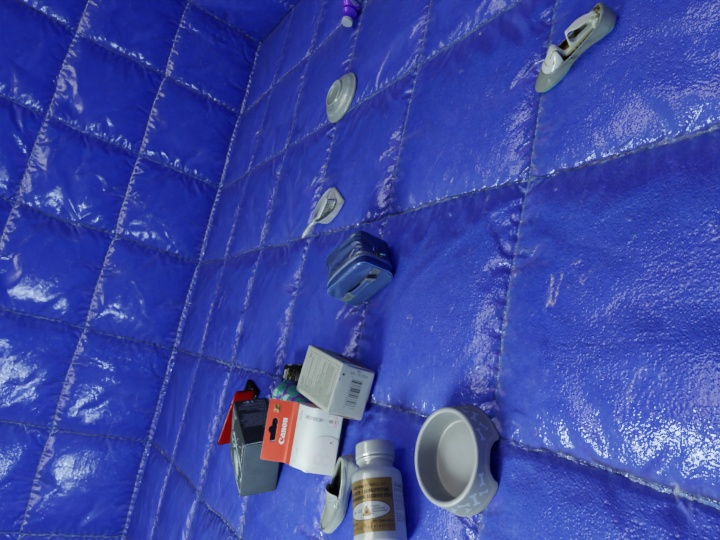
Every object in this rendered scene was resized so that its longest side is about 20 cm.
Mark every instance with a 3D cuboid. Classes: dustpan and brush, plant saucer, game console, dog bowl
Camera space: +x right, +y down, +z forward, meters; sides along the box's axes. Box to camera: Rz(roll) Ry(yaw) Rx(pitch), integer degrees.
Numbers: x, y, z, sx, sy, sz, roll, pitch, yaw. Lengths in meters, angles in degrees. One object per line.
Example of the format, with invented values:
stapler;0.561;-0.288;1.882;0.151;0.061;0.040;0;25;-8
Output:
dustpan and brush;-0.142;-0.192;1.835;0.203;0.056;0.140;-60;32;18
plant saucer;-0.088;-0.681;2.031;0.199;0.049;0.205;-37;44;45
game console;-0.459;0.512;1.907;0.171;0.116;0.205;25;94;59
dog bowl;0.180;0.359;1.003;0.199;0.058;0.205;-36;45;46

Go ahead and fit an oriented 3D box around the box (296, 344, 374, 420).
box;-0.069;0.290;1.363;0.198;0.107;0.131;12;83;59

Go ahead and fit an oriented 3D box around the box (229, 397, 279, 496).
box;-0.330;0.545;1.622;0.197;0.121;0.205;-133;48;-55

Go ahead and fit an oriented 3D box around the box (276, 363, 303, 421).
box;-0.205;0.397;1.623;0.158;0.048;0.206;-19;58;57

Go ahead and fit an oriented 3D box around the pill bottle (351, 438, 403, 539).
pill bottle;0.037;0.477;1.116;0.114;0.112;0.205;-39;43;41

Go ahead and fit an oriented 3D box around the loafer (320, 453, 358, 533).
loafer;-0.061;0.546;1.280;0.070;0.068;0.205;23;94;59

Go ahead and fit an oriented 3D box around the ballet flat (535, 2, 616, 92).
ballet flat;0.419;-0.453;1.057;0.200;0.062;0.069;-42;40;40

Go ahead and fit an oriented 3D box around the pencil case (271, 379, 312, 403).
pencil case;-0.166;0.395;1.472;0.198;0.085;0.094;26;77;42

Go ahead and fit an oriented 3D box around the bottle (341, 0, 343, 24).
bottle;-0.037;-1.108;2.151;0.065;0.082;0.206;-10;65;55

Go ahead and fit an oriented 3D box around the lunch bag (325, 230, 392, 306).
lunch bag;0.000;0.000;1.422;0.199;0.133;0.135;-41;41;38

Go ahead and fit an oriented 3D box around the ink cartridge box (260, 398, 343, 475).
ink cartridge box;-0.151;0.432;1.354;0.057;0.194;0.168;-178;98;-78
